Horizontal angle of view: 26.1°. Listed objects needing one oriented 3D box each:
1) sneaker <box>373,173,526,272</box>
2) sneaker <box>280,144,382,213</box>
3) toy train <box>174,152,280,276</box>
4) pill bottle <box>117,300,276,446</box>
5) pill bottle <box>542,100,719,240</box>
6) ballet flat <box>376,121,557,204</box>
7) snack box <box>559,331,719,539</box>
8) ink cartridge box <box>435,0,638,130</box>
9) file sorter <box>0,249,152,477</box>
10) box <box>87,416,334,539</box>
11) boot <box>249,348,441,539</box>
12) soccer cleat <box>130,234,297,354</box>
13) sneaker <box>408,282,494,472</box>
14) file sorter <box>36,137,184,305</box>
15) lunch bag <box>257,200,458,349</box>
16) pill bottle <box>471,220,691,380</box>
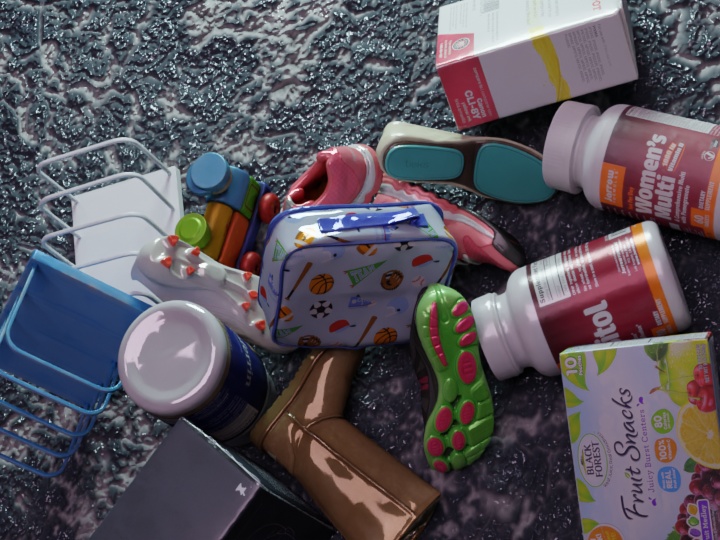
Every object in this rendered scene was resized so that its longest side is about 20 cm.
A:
[{"bbox_3d":[0.087,-0.028,1.638,0.199,0.074,0.088,28,92,34],"label":"sneaker"},{"bbox_3d":[-0.063,-0.055,1.655,0.074,0.086,0.201,46,113,30],"label":"sneaker"},{"bbox_3d":[-0.166,-0.021,1.694,0.084,0.116,0.202,10,74,24],"label":"toy train"},{"bbox_3d":[-0.160,0.113,1.593,0.114,0.200,0.117,-5,70,14],"label":"pill bottle"},{"bbox_3d":[0.290,-0.105,1.557,0.198,0.110,0.111,16,77,25],"label":"pill bottle"},{"bbox_3d":[0.113,-0.119,1.637,0.197,0.069,0.070,11,71,-11],"label":"ballet flat"},{"bbox_3d":[0.269,0.166,1.452,0.140,0.053,0.203,-7,94,19],"label":"snack box"},{"bbox_3d":[0.185,-0.239,1.628,0.198,0.084,0.146,-15,31,15],"label":"ink cartridge box"},{"bbox_3d":[-0.326,0.106,1.623,0.138,0.200,0.124,27,47,-13],"label":"file sorter"},{"bbox_3d":[-0.156,0.280,1.533,0.123,0.197,0.201,35,84,27],"label":"box"},{"bbox_3d":[0.006,0.177,1.590,0.199,0.066,0.176,38,90,25],"label":"boot"},{"bbox_3d":[-0.150,0.029,1.645,0.077,0.199,0.070,-34,30,50],"label":"soccer cleat"},{"bbox_3d":[0.089,0.105,1.547,0.076,0.084,0.203,-5,109,-7],"label":"sneaker"},{"bbox_3d":[-0.280,-0.029,1.737,0.137,0.125,0.202,-15,66,14],"label":"file sorter"},{"bbox_3d":[0.000,0.000,1.555,0.197,0.162,0.076,-5,43,-17],"label":"lunch bag"},{"bbox_3d":[0.216,0.036,1.531,0.198,0.113,0.114,-21,64,13],"label":"pill bottle"}]
